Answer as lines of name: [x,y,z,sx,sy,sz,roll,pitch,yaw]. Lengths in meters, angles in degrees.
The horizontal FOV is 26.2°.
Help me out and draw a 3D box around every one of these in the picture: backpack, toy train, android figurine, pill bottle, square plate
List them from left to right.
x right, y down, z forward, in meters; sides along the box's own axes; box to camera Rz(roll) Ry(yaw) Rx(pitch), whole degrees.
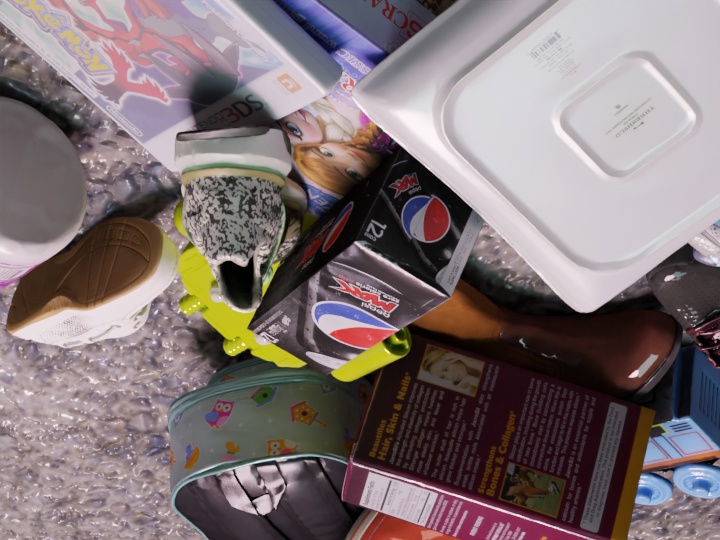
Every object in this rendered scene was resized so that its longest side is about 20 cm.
pill bottle: [-0.278,-0.028,1.030,0.112,0.113,0.200,30,142,-32]
backpack: [-0.059,0.150,1.228,0.175,0.154,0.200,-13,151,18]
android figurine: [-0.050,0.005,1.070,0.182,0.041,0.200,46,135,-18]
square plate: [0.131,-0.082,0.780,0.200,0.029,0.198,-37,119,23]
toy train: [0.209,0.130,1.219,0.199,0.087,0.114,-18,131,37]

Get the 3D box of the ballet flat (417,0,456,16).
ballet flat: [0.111,-0.120,0.851,0.199,0.066,0.071,5,149,3]

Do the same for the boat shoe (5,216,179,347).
boat shoe: [-0.181,0.015,1.123,0.069,0.071,0.200,28,152,-32]

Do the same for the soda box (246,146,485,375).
soda box: [0.000,0.000,0.918,0.063,0.071,0.200,30,156,-11]

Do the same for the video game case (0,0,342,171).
video game case: [-0.129,-0.141,0.816,0.200,0.023,0.182,42,151,-19]

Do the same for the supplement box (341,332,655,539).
supplement box: [0.097,0.133,1.110,0.199,0.111,0.086,17,151,3]

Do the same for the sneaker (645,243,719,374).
sneaker: [0.273,0.065,1.066,0.200,0.116,0.076,29,142,-31]

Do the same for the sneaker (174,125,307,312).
sneaker: [-0.072,-0.017,0.886,0.076,0.089,0.200,1,167,4]

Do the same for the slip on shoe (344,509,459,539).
slip on shoe: [0.054,0.192,1.184,0.061,0.200,0.074,40,165,39]

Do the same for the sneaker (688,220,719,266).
sneaker: [0.230,-0.037,0.879,0.200,0.077,0.087,33,139,33]

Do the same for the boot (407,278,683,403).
boot: [0.106,0.030,1.110,0.200,0.069,0.188,35,149,-30]

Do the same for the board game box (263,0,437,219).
board game box: [-0.010,-0.092,0.875,0.200,0.041,0.199,34,154,-23]
